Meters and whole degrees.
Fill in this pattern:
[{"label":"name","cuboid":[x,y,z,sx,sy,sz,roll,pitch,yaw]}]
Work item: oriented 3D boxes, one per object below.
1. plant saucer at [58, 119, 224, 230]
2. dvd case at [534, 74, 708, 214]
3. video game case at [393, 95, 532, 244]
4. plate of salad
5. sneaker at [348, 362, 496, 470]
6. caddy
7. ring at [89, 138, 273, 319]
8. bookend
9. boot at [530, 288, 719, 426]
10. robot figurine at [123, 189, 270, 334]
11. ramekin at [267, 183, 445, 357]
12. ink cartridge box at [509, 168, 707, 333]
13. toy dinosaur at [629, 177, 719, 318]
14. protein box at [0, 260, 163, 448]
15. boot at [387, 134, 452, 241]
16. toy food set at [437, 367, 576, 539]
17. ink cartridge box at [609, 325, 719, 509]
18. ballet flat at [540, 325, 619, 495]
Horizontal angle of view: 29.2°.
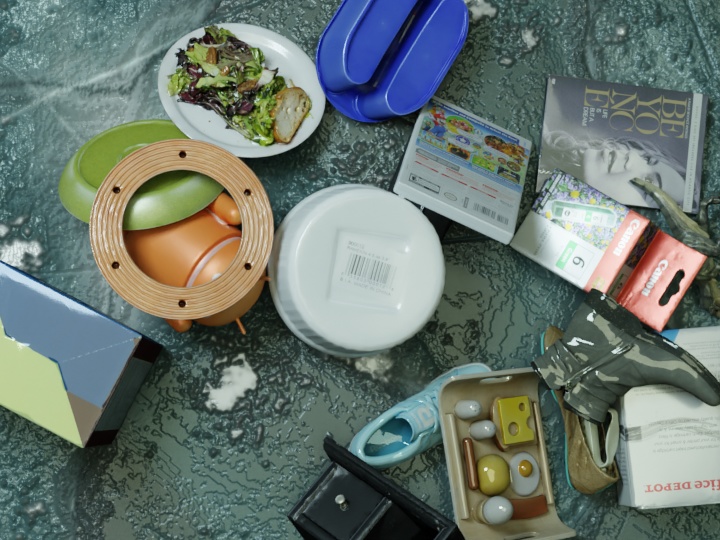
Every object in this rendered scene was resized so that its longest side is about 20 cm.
[{"label":"plant saucer","cuboid":[-0.249,-0.119,1.588,0.199,0.031,0.200,-2,39,2]},{"label":"dvd case","cuboid":[0.318,-0.153,1.681,0.199,0.016,0.149,7,83,-1]},{"label":"video game case","cuboid":[0.122,-0.121,1.597,0.143,0.018,0.200,24,39,-4]},{"label":"plate of salad","cuboid":[-0.138,-0.220,1.628,0.199,0.048,0.201,6,58,-10]},{"label":"sneaker","cuboid":[0.077,0.174,1.604,0.200,0.082,0.074,-35,87,-5]},{"label":"caddy","cuboid":[0.035,-0.272,1.645,0.141,0.105,0.200,34,83,-20]},{"label":"ring","cuboid":[-0.194,-0.045,1.509,0.200,0.019,0.201,1,81,-8]},{"label":"bookend","cuboid":[-0.017,0.322,1.518,0.200,0.092,0.199,31,70,35]},{"label":"boot","cuboid":[0.299,0.123,1.553,0.200,0.068,0.131,35,95,4]},{"label":"robot figurine","cuboid":[-0.190,-0.016,1.586,0.200,0.117,0.144,37,73,20]},{"label":"ramekin","cuboid":[0.000,0.000,1.552,0.200,0.098,0.201,0,90,-10]},{"label":"ink cartridge box","cuboid":[0.285,-0.024,1.603,0.200,0.050,0.109,33,95,27]},{"label":"toy dinosaur","cuboid":[0.408,-0.042,1.647,0.088,0.047,0.200,-29,88,7]},{"label":"protein box","cuboid":[-0.346,0.092,1.541,0.198,0.200,0.135,27,84,1]},{"label":"boot","cuboid":[0.028,-0.071,1.635,0.165,0.066,0.200,28,89,-11]},{"label":"toy food set","cuboid":[0.173,0.214,1.583,0.143,0.060,0.201,-4,83,-31]},{"label":"ink cartridge box","cuboid":[0.368,0.171,1.612,0.145,0.084,0.201,-4,82,-3]},{"label":"ballet flat","cuboid":[0.263,0.158,1.603,0.068,0.072,0.201,0,78,-46]}]
